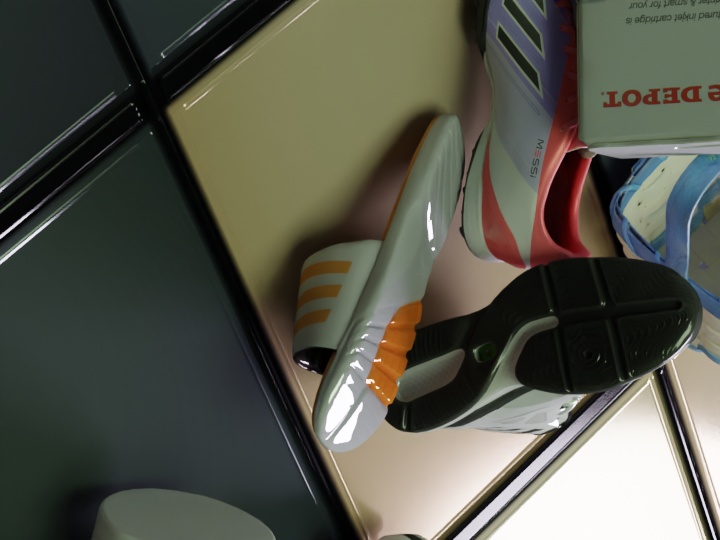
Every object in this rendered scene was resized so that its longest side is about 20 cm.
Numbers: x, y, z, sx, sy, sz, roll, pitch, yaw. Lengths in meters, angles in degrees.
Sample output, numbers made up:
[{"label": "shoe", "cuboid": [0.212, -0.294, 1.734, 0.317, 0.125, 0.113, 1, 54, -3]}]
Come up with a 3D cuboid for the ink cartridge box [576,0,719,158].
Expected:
[{"label": "ink cartridge box", "cuboid": [0.193, -0.163, 1.375, 0.083, 0.146, 0.201, 13, 77, -69]}]

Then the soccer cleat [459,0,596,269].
[{"label": "soccer cleat", "cuboid": [0.103, -0.099, 1.413, 0.068, 0.073, 0.201, -6, 105, -50]}]

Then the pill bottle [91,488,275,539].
[{"label": "pill bottle", "cuboid": [-0.109, 0.224, 1.341, 0.115, 0.116, 0.201, -1, 109, -43]}]

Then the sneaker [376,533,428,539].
[{"label": "sneaker", "cuboid": [0.020, 0.246, 1.506, 0.080, 0.074, 0.201, -19, 121, -40]}]

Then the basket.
[{"label": "basket", "cuboid": [0.237, -0.048, 1.516, 0.176, 0.139, 0.200, -43, 152, -20]}]

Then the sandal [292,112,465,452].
[{"label": "sandal", "cuboid": [0.002, 0.004, 1.395, 0.079, 0.059, 0.207, 69, 37, -56]}]

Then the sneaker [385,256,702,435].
[{"label": "sneaker", "cuboid": [0.116, 0.043, 1.446, 0.115, 0.200, 0.076, 9, 67, -57]}]
